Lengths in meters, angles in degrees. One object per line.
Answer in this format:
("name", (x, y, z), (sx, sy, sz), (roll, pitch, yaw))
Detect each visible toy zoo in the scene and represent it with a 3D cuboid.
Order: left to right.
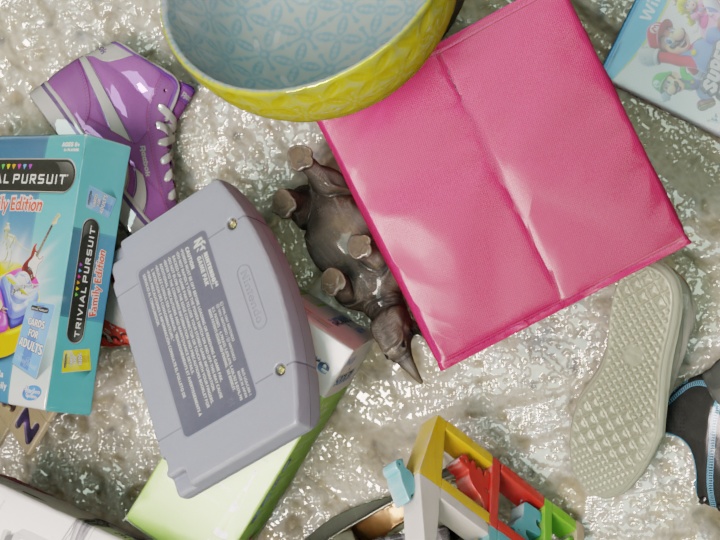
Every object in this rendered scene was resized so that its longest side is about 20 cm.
("toy zoo", (0.093, 0.194, 1.051), (0.200, 0.132, 0.020), (39, 126, -23))

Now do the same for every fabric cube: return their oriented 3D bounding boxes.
("fabric cube", (0.102, -0.066, 1.048), (0.199, 0.196, 0.201), (-27, 90, 6))

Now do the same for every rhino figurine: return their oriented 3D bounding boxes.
("rhino figurine", (0.000, 0.000, 1.101), (0.060, 0.087, 0.201), (-34, 73, 10))

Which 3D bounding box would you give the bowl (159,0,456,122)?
("bowl", (-0.018, -0.169, 0.925), (0.198, 0.108, 0.202), (-10, 59, 17))

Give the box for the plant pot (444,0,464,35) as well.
("plant pot", (-0.018, -0.250, 1.071), (0.198, 0.174, 0.202), (0, 92, 7))

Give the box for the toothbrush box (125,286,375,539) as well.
("toothbrush box", (-0.079, 0.118, 1.099), (0.086, 0.146, 0.201), (33, 96, 6))

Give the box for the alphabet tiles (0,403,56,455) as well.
("alphabet tiles", (-0.284, 0.044, 1.134), (0.200, 0.006, 0.167), (45, 110, 35))

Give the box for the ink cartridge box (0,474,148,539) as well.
("ink cartridge box", (-0.217, 0.225, 1.073), (0.198, 0.147, 0.083), (22, 79, 11))

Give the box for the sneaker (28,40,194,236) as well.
("sneaker", (-0.163, -0.091, 1.145), (0.114, 0.073, 0.201), (-35, 96, -9))

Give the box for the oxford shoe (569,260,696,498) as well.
("oxford shoe", (0.213, 0.084, 1.099), (0.075, 0.058, 0.202), (22, 112, 29))

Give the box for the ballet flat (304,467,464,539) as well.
("ballet flat", (0.018, 0.213, 1.130), (0.199, 0.064, 0.068), (-31, 87, 7))

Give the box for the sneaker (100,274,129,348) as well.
("sneaker", (-0.210, 0.046, 1.137), (0.200, 0.067, 0.109), (25, 96, 26))

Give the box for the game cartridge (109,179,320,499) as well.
("game cartridge", (-0.102, 0.043, 1.015), (0.132, 0.041, 0.201), (-28, 64, 17))

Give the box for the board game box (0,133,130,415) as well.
("board game box", (-0.255, 0.000, 1.084), (0.150, 0.047, 0.202), (3, 83, 40))

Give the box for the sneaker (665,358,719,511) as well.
("sneaker", (0.306, 0.168, 1.098), (0.082, 0.073, 0.201), (-33, 81, 23))

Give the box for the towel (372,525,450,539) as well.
("towel", (0.010, 0.298, 1.095), (0.164, 0.086, 0.202), (-12, 119, 0))

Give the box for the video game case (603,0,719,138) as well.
("video game case", (0.305, -0.171, 1.109), (0.199, 0.018, 0.144), (27, 95, 6))
